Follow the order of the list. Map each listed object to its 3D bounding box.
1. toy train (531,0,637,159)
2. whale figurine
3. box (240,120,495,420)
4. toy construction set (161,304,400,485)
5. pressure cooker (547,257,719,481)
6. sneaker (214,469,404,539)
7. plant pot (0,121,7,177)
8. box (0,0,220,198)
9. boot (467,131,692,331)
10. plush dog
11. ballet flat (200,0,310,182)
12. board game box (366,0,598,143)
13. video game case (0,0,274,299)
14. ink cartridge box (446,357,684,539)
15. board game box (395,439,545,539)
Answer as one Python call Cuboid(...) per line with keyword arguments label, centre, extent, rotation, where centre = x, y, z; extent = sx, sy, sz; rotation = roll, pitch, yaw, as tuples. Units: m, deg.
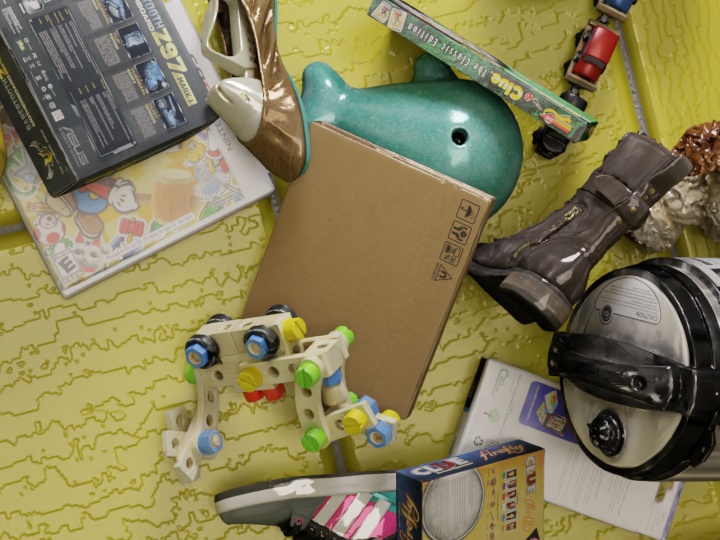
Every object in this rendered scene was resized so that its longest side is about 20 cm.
Cuboid(label="toy train", centre=(0.200, -0.189, 1.451), extent=(0.034, 0.046, 0.201), rotation=(25, 85, -7))
Cuboid(label="whale figurine", centre=(0.039, -0.112, 1.394), extent=(0.199, 0.104, 0.160), rotation=(21, 80, -4))
Cuboid(label="box", centre=(0.000, 0.000, 1.372), extent=(0.163, 0.021, 0.201), rotation=(25, 107, 12))
Cuboid(label="toy construction set", centre=(-0.076, 0.101, 1.366), extent=(0.199, 0.092, 0.132), rotation=(-15, 110, 20))
Cuboid(label="pressure cooker", centre=(0.255, 0.083, 1.338), extent=(0.199, 0.176, 0.180), rotation=(4, 53, -31))
Cuboid(label="sneaker", centre=(-0.019, 0.230, 1.391), extent=(0.198, 0.084, 0.122), rotation=(-2, 79, -10))
Cuboid(label="plant pot", centre=(-0.388, -0.150, 1.297), extent=(0.199, 0.201, 0.190), rotation=(-14, 75, -9))
Cuboid(label="box", centre=(-0.219, -0.177, 1.329), extent=(0.157, 0.051, 0.201), rotation=(-30, 94, -40))
Cuboid(label="boot", centre=(0.175, -0.039, 1.359), extent=(0.069, 0.200, 0.174), rotation=(42, 85, -20))
Cuboid(label="plush dog", centre=(0.330, -0.068, 1.403), extent=(0.199, 0.172, 0.161), rotation=(27, 84, -6))
Cuboid(label="ballet flat", centre=(-0.094, -0.164, 1.367), extent=(0.072, 0.068, 0.201), rotation=(4, 66, -34))
Cuboid(label="board game box", centre=(0.102, -0.165, 1.384), extent=(0.199, 0.105, 0.024), rotation=(33, 100, 9))
Cuboid(label="video game case", centre=(-0.198, -0.102, 1.401), extent=(0.199, 0.023, 0.183), rotation=(-27, 92, -8))
Cuboid(label="ink cartridge box", centre=(0.181, 0.153, 1.442), extent=(0.199, 0.039, 0.100), rotation=(21, 85, -6))
Cuboid(label="board game box", centre=(0.091, 0.250, 1.376), extent=(0.135, 0.034, 0.202), rotation=(-9, 104, -37))
